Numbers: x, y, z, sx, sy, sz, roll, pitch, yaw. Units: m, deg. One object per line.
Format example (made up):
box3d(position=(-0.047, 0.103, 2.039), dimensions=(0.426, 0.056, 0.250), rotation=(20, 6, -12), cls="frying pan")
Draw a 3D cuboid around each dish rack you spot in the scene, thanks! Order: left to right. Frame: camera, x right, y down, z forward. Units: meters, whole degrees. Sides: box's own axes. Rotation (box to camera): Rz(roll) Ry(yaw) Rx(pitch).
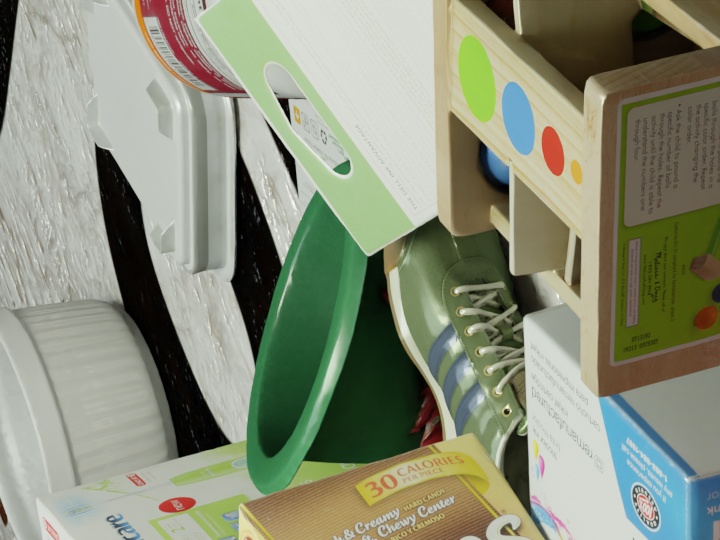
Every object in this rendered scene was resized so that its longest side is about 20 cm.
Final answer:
box3d(position=(-0.135, -0.102, 1.851), dimensions=(0.200, 0.043, 0.172), rotation=(-123, 25, -44), cls="dish rack")

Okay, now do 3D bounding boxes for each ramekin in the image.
box3d(position=(-0.209, 0.116, 2.123), dimensions=(0.200, 0.105, 0.201), rotation=(166, 90, -71), cls="ramekin")

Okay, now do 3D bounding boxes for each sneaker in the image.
box3d(position=(0.073, 0.053, 1.369), dimensions=(0.090, 0.067, 0.201), rotation=(-9, 92, 58), cls="sneaker")

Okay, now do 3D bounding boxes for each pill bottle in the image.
box3d(position=(-0.036, -0.142, 1.440), dimensions=(0.200, 0.113, 0.113), rotation=(-170, 66, -68), cls="pill bottle")

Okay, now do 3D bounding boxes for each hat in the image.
box3d(position=(0.046, 0.061, 1.478), dimensions=(0.166, 0.175, 0.201), rotation=(-121, 48, -71), cls="hat")

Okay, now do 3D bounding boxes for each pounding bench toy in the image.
box3d(position=(0.107, -0.089, 1.062), dimensions=(0.156, 0.124, 0.201), rotation=(-130, 31, -51), cls="pounding bench toy")

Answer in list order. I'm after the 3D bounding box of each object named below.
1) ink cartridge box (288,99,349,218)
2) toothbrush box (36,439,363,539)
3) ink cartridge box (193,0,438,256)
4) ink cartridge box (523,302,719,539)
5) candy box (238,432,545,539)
box3d(position=(0.000, 0.000, 1.562), dimensions=(0.095, 0.037, 0.201), rotation=(-140, 42, -58), cls="ink cartridge box")
box3d(position=(-0.061, 0.160, 1.600), dimensions=(0.146, 0.199, 0.086), rotation=(-145, 43, -63), cls="toothbrush box")
box3d(position=(0.022, -0.099, 1.285), dimensions=(0.146, 0.048, 0.200), rotation=(54, 150, -4), cls="ink cartridge box")
box3d(position=(0.137, 0.125, 1.197), dimensions=(0.145, 0.084, 0.201), rotation=(-133, 32, -54), cls="ink cartridge box")
box3d(position=(0.038, 0.165, 1.198), dimensions=(0.055, 0.115, 0.200), rotation=(94, 153, -43), cls="candy box")
